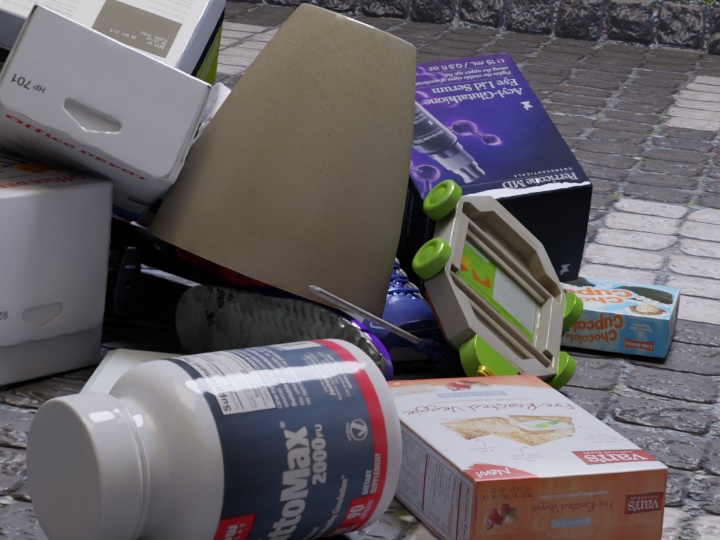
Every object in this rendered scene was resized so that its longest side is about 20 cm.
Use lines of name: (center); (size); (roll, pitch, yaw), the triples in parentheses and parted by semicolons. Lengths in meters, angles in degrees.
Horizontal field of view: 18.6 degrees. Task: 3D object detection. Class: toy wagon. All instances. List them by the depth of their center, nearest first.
toy wagon: (0.100, 0.028, 1.658); (0.040, 0.155, 0.200); (-33, 28, 33)

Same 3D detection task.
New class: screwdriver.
screwdriver: (0.030, 0.050, 1.607); (0.028, 0.029, 0.200); (5, -12, 46)

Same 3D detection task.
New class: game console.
game console: (-0.170, -0.016, 1.816); (0.200, 0.031, 0.177); (17, -2, 36)

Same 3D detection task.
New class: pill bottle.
pill bottle: (-0.087, 0.109, 1.290); (0.200, 0.120, 0.119); (-6, 18, -35)

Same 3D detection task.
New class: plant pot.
plant pot: (-0.035, -0.089, 1.643); (0.187, 0.200, 0.187); (21, 2, -1)

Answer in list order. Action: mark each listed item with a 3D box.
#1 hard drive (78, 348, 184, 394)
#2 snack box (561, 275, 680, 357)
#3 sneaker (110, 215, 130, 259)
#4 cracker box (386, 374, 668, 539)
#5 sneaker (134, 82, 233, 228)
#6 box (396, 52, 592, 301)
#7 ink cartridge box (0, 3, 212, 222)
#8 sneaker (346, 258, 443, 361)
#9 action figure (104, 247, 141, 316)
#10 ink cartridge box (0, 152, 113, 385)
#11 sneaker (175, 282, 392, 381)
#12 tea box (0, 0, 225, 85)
hard drive: (-0.128, 0.097, 1.514); (0.131, 0.026, 0.200); (5, 13, 3)
snack box: (0.164, 0.031, 1.848); (0.199, 0.037, 0.116); (7, 14, 11)
sneaker: (-0.259, -0.048, 1.909); (0.112, 0.071, 0.200); (5, 0, 2)
cracker box: (0.092, 0.123, 1.419); (0.134, 0.058, 0.200); (-2, 16, -22)
sneaker: (-0.100, -0.069, 1.797); (0.129, 0.199, 0.080); (26, 51, -16)
box: (0.087, -0.079, 1.836); (0.148, 0.105, 0.200); (-10, 42, -17)
ink cartridge box: (-0.206, -0.114, 1.660); (0.146, 0.086, 0.200); (25, -14, -10)
sneaker: (0.000, 0.000, 1.761); (0.080, 0.116, 0.199); (-3, 16, -25)
action figure: (-0.262, 0.002, 1.769); (0.130, 0.070, 0.200); (-15, 20, -41)
ink cartridge box: (-0.305, -0.010, 1.634); (0.200, 0.145, 0.147); (15, 16, 33)
sneaker: (-0.038, 0.047, 1.657); (0.200, 0.070, 0.099); (19, 14, 39)
tea box: (-0.236, -0.192, 1.933); (0.200, 0.197, 0.134); (20, 55, 4)
